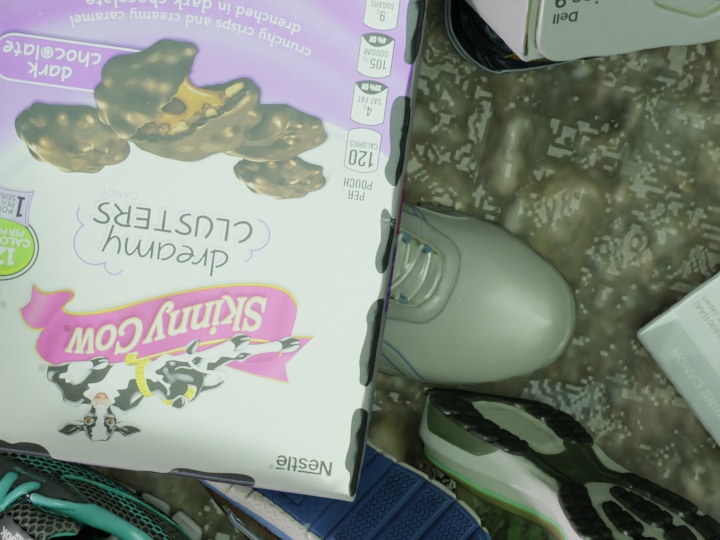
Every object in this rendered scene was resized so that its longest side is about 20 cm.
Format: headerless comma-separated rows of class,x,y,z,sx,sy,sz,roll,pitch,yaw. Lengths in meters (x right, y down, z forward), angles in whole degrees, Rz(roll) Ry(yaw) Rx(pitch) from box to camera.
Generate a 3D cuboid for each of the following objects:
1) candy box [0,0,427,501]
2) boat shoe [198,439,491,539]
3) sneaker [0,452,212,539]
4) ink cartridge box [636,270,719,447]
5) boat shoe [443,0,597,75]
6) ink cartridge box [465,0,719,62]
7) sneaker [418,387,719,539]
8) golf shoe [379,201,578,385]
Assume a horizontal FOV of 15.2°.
candy box,-0.068,-0.025,1.019,0.167,0.072,0.201,8,95,0
boat shoe,-0.033,0.086,1.112,0.072,0.072,0.200,-39,70,-24
sneaker,-0.141,0.095,1.097,0.199,0.091,0.078,27,90,-8
ink cartridge box,0.244,0.048,1.165,0.173,0.044,0.200,-36,98,9
boat shoe,0.135,-0.127,1.115,0.199,0.091,0.071,-20,96,-5
ink cartridge box,0.087,-0.167,1.030,0.145,0.200,0.088,-10,127,-21
sneaker,0.087,0.125,1.095,0.077,0.200,0.089,0,115,-32
golf shoe,0.000,0.000,1.106,0.199,0.097,0.079,18,90,-9
